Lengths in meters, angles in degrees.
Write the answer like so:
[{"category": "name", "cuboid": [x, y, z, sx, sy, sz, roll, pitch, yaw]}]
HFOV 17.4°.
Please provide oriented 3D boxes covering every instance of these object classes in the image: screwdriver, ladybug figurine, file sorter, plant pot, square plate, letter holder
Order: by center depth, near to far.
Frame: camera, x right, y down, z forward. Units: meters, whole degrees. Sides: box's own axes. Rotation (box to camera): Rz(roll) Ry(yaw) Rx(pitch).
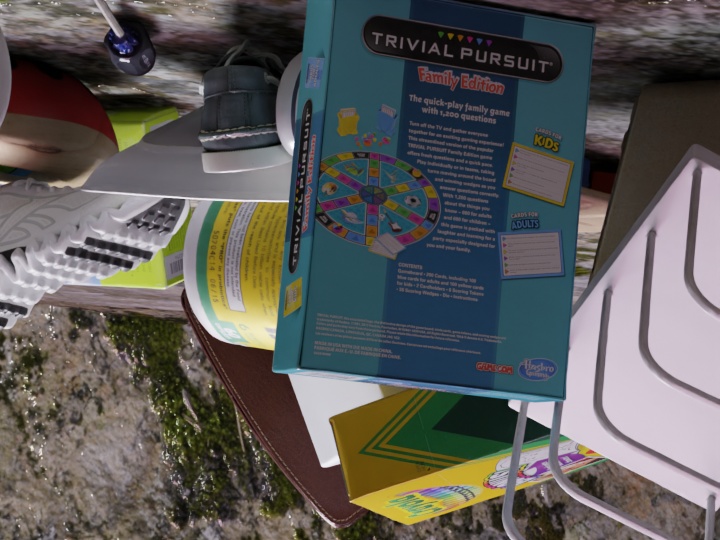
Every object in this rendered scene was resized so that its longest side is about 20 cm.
[{"category": "file sorter", "cuboid": [0.179, 0.068, 1.235, 0.138, 0.125, 0.200, 27, 126, -9]}, {"category": "screwdriver", "cuboid": [-0.139, -0.134, 1.306, 0.029, 0.028, 0.200, -24, 174, 4]}, {"category": "plant pot", "cuboid": [0.231, -0.015, 1.404, 0.176, 0.201, 0.200, 14, 175, 4]}, {"category": "square plate", "cuboid": [-0.043, -0.081, 1.458, 0.198, 0.029, 0.198, 3, -163, 23]}, {"category": "ladybug figurine", "cuboid": [-0.241, -0.099, 1.525, 0.199, 0.073, 0.135, 11, 171, -42]}, {"category": "letter holder", "cuboid": [-0.043, 0.075, 1.667, 0.142, 0.201, 0.100, -36, -177, -27]}]

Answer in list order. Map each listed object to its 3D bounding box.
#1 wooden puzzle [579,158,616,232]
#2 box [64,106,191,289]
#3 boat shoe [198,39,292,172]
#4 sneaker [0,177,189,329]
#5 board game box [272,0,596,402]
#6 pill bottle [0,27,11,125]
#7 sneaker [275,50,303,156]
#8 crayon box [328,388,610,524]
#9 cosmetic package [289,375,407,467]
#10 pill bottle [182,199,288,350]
[{"category": "wooden puzzle", "cuboid": [0.133, -0.057, 1.747, 0.199, 0.047, 0.184, 5, 176, -44]}, {"category": "box", "cuboid": [-0.212, -0.053, 1.681, 0.199, 0.123, 0.048, 2, -164, 33]}, {"category": "boat shoe", "cuboid": [-0.053, -0.103, 1.366, 0.072, 0.062, 0.200, -6, -168, 11]}, {"category": "sneaker", "cuboid": [-0.199, -0.028, 1.504, 0.199, 0.082, 0.075, -22, 156, 26]}, {"category": "board game box", "cuboid": [0.039, -0.039, 1.231, 0.150, 0.202, 0.047, 8, 173, -20]}, {"category": "pill bottle", "cuboid": [-0.288, -0.102, 1.319, 0.119, 0.121, 0.199, 9, 173, -33]}, {"category": "sneaker", "cuboid": [0.037, -0.092, 1.331, 0.079, 0.079, 0.199, 7, -173, 35]}, {"category": "crayon box", "cuboid": [0.085, 0.101, 1.457, 0.171, 0.059, 0.200, -20, 166, 8]}, {"category": "cosmetic package", "cuboid": [-0.005, 0.017, 1.565, 0.081, 0.201, 0.113, -15, 170, -31]}, {"category": "pill bottle", "cuboid": [0.000, 0.000, 1.423, 0.199, 0.114, 0.112, 7, 176, 35]}]
